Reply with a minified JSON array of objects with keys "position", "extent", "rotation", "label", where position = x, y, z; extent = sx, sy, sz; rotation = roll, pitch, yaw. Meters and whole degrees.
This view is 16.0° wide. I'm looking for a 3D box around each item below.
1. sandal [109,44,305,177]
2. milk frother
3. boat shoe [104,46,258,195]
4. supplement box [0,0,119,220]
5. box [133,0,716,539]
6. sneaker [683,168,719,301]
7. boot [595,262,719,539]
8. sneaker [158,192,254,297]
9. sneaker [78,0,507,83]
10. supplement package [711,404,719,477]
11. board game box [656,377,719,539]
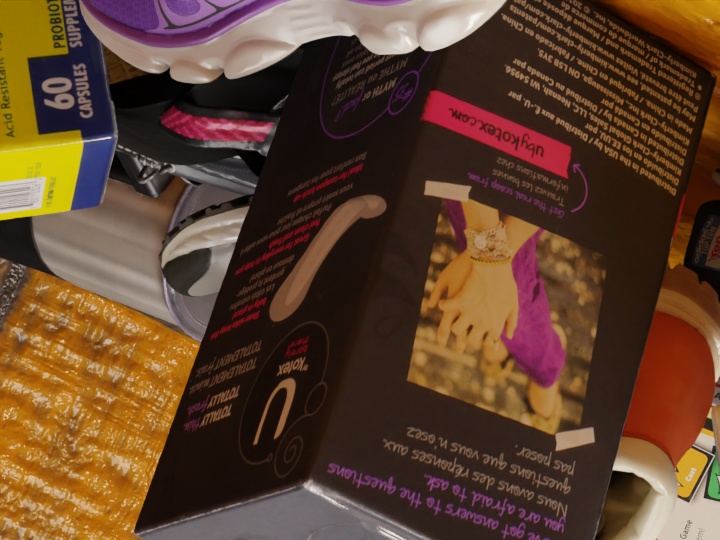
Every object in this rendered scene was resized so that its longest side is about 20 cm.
[{"position":[-0.050,-0.057,1.040],"extent":[0.075,0.045,0.200],"rotation":[30,157,-29],"label":"sandal"},{"position":[-0.168,-0.016,1.402],"extent":[0.188,0.200,0.180],"rotation":[19,167,37],"label":"milk frother"},{"position":[-0.081,-0.073,1.172],"extent":[0.199,0.075,0.062],"rotation":[16,149,26],"label":"boat shoe"},{"position":[-0.205,-0.077,1.023],"extent":[0.199,0.109,0.110],"rotation":[-8,168,-11],"label":"supplement box"},{"position":[0.023,0.011,0.847],"extent":[0.106,0.201,0.122],"rotation":[29,155,-22],"label":"box"},{"position":[0.163,0.000,0.914],"extent":[0.108,0.070,0.200],"rotation":[21,175,14],"label":"sneaker"},{"position":[0.045,0.083,0.924],"extent":[0.075,0.107,0.200],"rotation":[37,129,-20],"label":"boot"},{"position":[0.000,0.000,1.022],"extent":[0.200,0.080,0.074],"rotation":[-4,-173,37],"label":"sneaker"},{"position":[-0.027,-0.115,0.780],"extent":[0.200,0.081,0.083],"rotation":[-3,135,51],"label":"sneaker"},{"position":[0.221,0.087,0.811],"extent":[0.199,0.118,0.117],"rotation":[-12,165,7],"label":"supplement package"},{"position":[0.164,0.119,0.992],"extent":[0.199,0.152,0.046],"rotation":[21,-150,8],"label":"board game box"}]
